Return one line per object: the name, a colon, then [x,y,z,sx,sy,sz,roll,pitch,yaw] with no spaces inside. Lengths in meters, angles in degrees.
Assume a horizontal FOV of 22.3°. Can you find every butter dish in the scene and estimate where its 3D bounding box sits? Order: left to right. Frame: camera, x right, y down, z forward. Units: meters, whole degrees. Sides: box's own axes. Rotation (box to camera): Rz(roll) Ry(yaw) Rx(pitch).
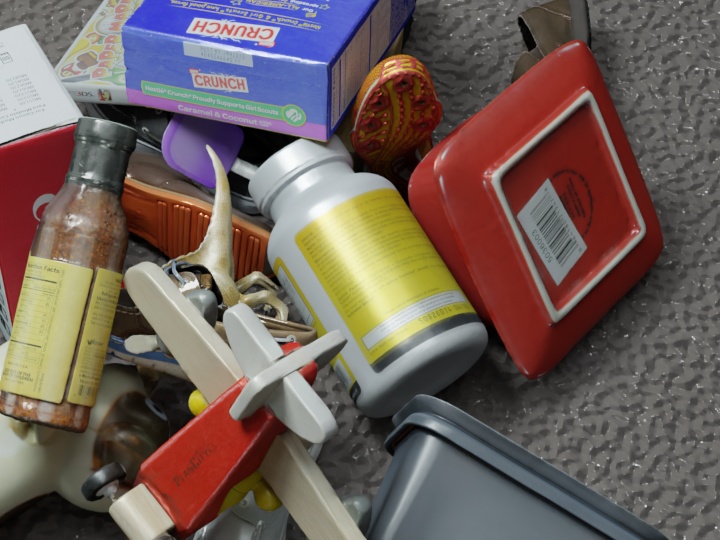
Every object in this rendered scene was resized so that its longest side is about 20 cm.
butter dish: [0.111,-0.048,1.407,0.148,0.201,0.199,1,34,48]

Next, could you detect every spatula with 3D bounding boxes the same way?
spatula: [-0.066,-0.066,1.431,0.200,0.021,0.057,29,84,-16]

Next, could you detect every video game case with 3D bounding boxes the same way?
video game case: [-0.140,-0.200,1.511,0.181,0.023,0.200,5,42,18]

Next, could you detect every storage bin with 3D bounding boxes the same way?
storage bin: [0.080,0.198,1.217,0.200,0.146,0.135,32,70,-2]

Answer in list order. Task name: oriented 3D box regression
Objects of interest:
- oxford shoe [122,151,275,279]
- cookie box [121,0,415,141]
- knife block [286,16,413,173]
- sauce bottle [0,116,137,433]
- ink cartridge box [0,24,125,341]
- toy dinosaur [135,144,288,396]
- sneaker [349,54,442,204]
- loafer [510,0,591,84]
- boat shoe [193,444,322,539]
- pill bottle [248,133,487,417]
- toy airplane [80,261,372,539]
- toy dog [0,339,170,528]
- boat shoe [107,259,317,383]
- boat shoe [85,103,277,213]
oxford shoe: [-0.143,-0.055,1.439,0.199,0.071,0.073,23,44,9]
cookie box: [-0.067,-0.196,1.413,0.170,0.075,0.200,13,41,17]
knife block: [0.006,-0.170,1.541,0.175,0.064,0.200,-22,56,-19]
sauce bottle: [-0.184,0.002,1.183,0.066,0.066,0.201,13,84,6]
ink cartridge box: [-0.238,-0.043,1.319,0.084,0.201,0.176,-19,44,-18]
toy dinosaur: [-0.106,0.014,1.354,0.101,0.058,0.201,23,83,-22]
sneaker: [0.023,-0.119,1.416,0.073,0.200,0.077,-10,68,-4]
loafer: [0.163,-0.150,1.543,0.071,0.073,0.201,-4,47,6]
boat shoe: [-0.077,0.153,1.268,0.072,0.069,0.200,6,48,28]
pill bottle: [0.000,0.000,1.354,0.112,0.112,0.200,-25,72,-22]
toy airplane: [-0.068,0.099,1.156,0.198,0.201,0.141,6,12,32]
toy dog: [-0.230,0.120,1.254,0.199,0.140,0.195,-5,71,-9]
boat shoe: [-0.123,0.032,1.261,0.199,0.073,0.072,21,12,-4]
boat shoe: [-0.145,-0.120,1.488,0.200,0.066,0.070,36,58,21]
